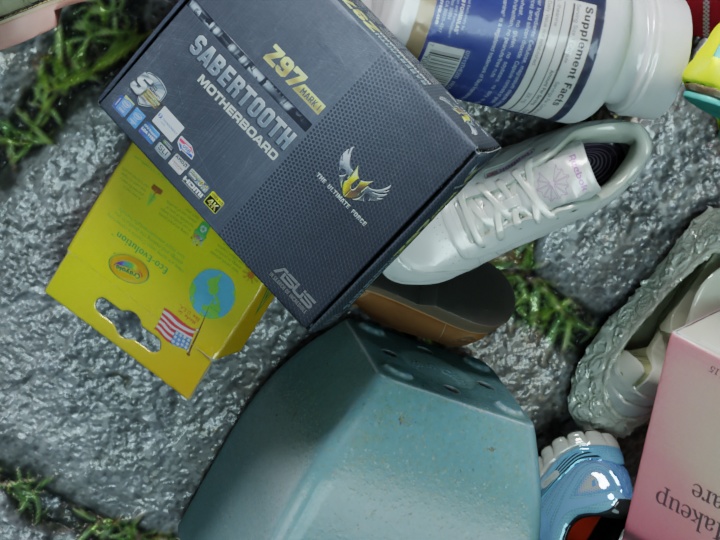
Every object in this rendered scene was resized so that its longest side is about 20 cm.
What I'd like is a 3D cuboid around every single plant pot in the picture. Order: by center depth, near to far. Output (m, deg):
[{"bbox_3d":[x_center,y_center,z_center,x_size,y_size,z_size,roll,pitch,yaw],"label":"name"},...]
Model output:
[{"bbox_3d":[0.013,0.150,1.483,0.195,0.196,0.200,18,103,-18],"label":"plant pot"}]

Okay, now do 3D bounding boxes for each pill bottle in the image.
[{"bbox_3d":[0.103,-0.155,1.402,0.199,0.111,0.111,11,111,-16],"label":"pill bottle"}]

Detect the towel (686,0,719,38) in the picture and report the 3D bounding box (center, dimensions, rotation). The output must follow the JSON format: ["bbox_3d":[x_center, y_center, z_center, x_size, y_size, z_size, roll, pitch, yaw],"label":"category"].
[{"bbox_3d":[0.289,-0.180,1.395,0.199,0.023,0.145,13,149,17],"label":"towel"}]

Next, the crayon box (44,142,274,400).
[{"bbox_3d":[-0.099,-0.035,1.417,0.127,0.051,0.200,37,105,11],"label":"crayon box"}]

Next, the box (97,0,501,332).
[{"bbox_3d":[-0.039,-0.088,1.336,0.200,0.051,0.158,47,109,8],"label":"box"}]

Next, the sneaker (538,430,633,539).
[{"bbox_3d":[0.127,0.209,1.566,0.078,0.090,0.200,12,122,-34],"label":"sneaker"}]

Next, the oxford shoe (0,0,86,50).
[{"bbox_3d":[-0.164,-0.205,1.350,0.200,0.071,0.074,-28,113,2],"label":"oxford shoe"}]

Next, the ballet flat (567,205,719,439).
[{"bbox_3d":[0.210,0.044,1.539,0.072,0.072,0.200,25,107,-20],"label":"ballet flat"}]

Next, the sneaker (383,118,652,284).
[{"bbox_3d":[0.098,-0.054,1.438,0.200,0.100,0.075,-25,90,-15],"label":"sneaker"}]

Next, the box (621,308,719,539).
[{"bbox_3d":[0.265,0.139,1.487,0.109,0.128,0.200,-19,127,-48],"label":"box"}]

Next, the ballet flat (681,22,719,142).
[{"bbox_3d":[0.260,-0.112,1.442,0.200,0.067,0.067,31,78,-63],"label":"ballet flat"}]

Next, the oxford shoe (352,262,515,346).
[{"bbox_3d":[0.000,0.000,1.480,0.200,0.071,0.071,29,144,-11],"label":"oxford shoe"}]
